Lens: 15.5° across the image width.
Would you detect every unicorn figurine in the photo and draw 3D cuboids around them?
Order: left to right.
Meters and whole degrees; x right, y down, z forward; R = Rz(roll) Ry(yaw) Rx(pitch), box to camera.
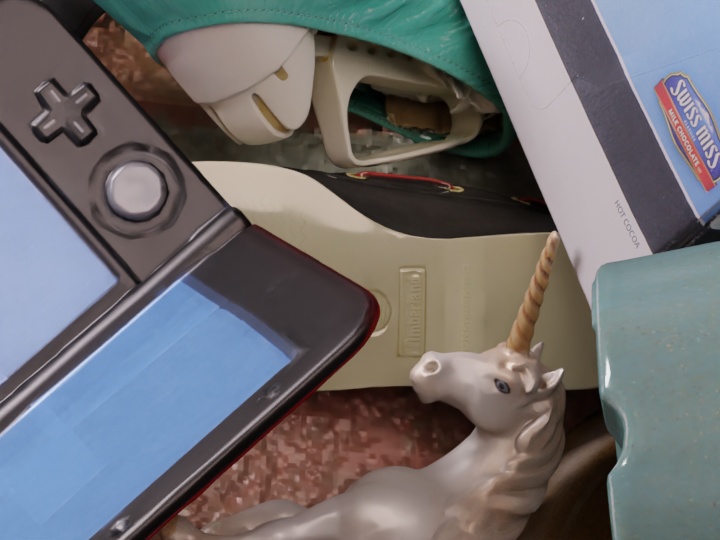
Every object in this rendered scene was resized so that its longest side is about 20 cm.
[{"bbox_3d":[0.005,0.099,0.846,0.137,0.074,0.200,-5,70,-2],"label":"unicorn figurine"}]

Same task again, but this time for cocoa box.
[{"bbox_3d":[0.128,-0.096,0.891,0.133,0.131,0.200,4,54,-40],"label":"cocoa box"}]

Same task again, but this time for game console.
[{"bbox_3d":[-0.124,0.023,0.796,0.200,0.119,0.172,-41,86,-11],"label":"game console"}]

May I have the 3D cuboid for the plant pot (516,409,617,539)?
[{"bbox_3d":[0.137,0.118,0.874,0.200,0.027,0.200,-1,63,1],"label":"plant pot"}]

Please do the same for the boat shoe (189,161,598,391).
[{"bbox_3d":[0.000,0.003,0.905,0.201,0.063,0.074,7,97,-8],"label":"boat shoe"}]

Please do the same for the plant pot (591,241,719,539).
[{"bbox_3d":[0.173,0.063,0.782,0.196,0.200,0.200,-6,69,7],"label":"plant pot"}]

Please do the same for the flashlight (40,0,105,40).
[{"bbox_3d":[-0.067,-0.111,0.930,0.200,0.068,0.068,-20,92,-20],"label":"flashlight"}]

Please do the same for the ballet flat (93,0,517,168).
[{"bbox_3d":[-0.015,-0.073,0.896,0.200,0.067,0.070,9,71,-40],"label":"ballet flat"}]
